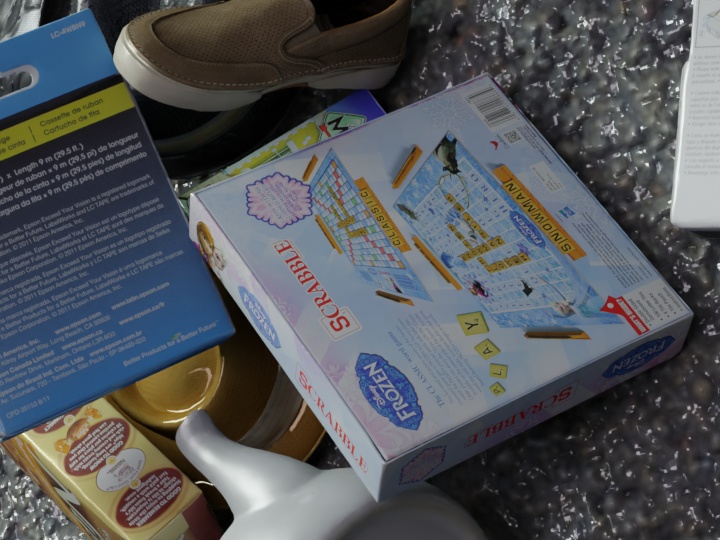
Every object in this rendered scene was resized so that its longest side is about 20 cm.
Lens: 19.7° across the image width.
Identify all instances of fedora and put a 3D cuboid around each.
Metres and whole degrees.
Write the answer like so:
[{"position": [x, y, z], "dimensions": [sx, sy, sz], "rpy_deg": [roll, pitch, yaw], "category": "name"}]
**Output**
[{"position": [-0.103, 0.045, 1.255], "dimensions": [0.200, 0.082, 0.202], "rpy_deg": [-8, 76, 32], "category": "fedora"}, {"position": [-0.118, -0.160, 1.262], "dimensions": [0.200, 0.092, 0.202], "rpy_deg": [-1, 80, 6], "category": "fedora"}]

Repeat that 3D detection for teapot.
[{"position": [-0.022, 0.201, 1.124], "dimensions": [0.146, 0.197, 0.201], "rpy_deg": [-3, 66, 49], "category": "teapot"}]

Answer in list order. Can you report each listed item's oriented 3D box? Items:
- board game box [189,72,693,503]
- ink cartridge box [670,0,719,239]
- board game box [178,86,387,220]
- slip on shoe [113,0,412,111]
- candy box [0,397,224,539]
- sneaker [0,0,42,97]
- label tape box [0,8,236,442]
[{"position": [0.041, 0.002, 1.117], "dimensions": [0.200, 0.199, 0.041], "rpy_deg": [53, 154, 30], "category": "board game box"}, {"position": [0.263, -0.104, 1.066], "dimensions": [0.199, 0.043, 0.174], "rpy_deg": [1, 81, 34], "category": "ink cartridge box"}, {"position": [0.000, 0.000, 1.192], "dimensions": [0.134, 0.029, 0.200], "rpy_deg": [-32, 61, -9], "category": "board game box"}, {"position": [-0.050, -0.137, 1.183], "dimensions": [0.076, 0.199, 0.061], "rpy_deg": [55, 133, 33], "category": "slip on shoe"}, {"position": [-0.158, 0.121, 1.243], "dimensions": [0.055, 0.116, 0.200], "rpy_deg": [-40, 55, -15], "category": "candy box"}, {"position": [-0.185, -0.177, 1.362], "dimensions": [0.114, 0.075, 0.201], "rpy_deg": [31, 104, 33], "category": "sneaker"}, {"position": [-0.177, -0.024, 1.152], "dimensions": [0.143, 0.066, 0.201], "rpy_deg": [-24, 87, -16], "category": "label tape box"}]
